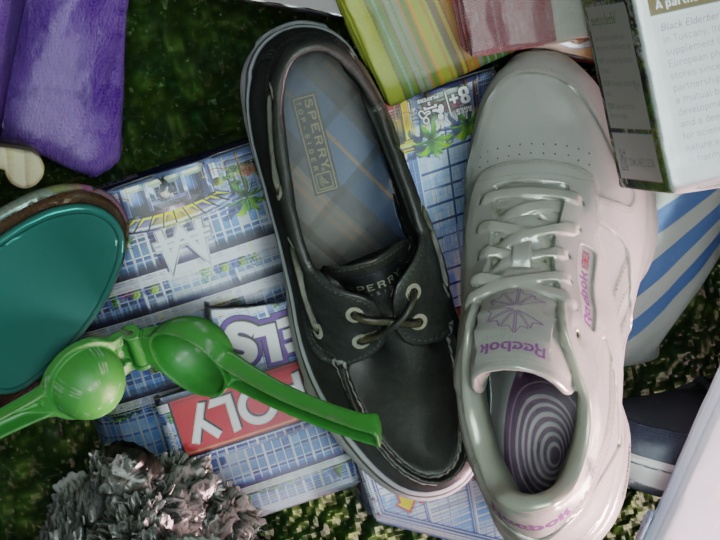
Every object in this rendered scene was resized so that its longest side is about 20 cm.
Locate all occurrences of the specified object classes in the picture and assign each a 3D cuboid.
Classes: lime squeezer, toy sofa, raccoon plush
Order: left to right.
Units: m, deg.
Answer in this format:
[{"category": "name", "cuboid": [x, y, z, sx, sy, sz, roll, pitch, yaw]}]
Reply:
[{"category": "toy sofa", "cuboid": [-0.131, -0.134, 1.018, 0.098, 0.083, 0.200, 8, 93, -8]}, {"category": "raccoon plush", "cuboid": [-0.099, 0.163, 1.001, 0.097, 0.134, 0.200, 31, 114, -20]}, {"category": "lime squeezer", "cuboid": [-0.090, 0.054, 1.002, 0.200, 0.038, 0.071, -7, 61, 7]}]

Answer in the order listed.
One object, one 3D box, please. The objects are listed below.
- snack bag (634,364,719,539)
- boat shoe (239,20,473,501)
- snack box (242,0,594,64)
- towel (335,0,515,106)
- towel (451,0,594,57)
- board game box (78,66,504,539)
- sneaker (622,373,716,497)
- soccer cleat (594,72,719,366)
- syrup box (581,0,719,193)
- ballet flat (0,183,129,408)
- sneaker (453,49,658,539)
[{"category": "snack bag", "cuboid": [0.221, 0.073, 1.053, 0.200, 0.021, 0.189, 16, 104, -23]}, {"category": "boat shoe", "cuboid": [0.000, 0.000, 1.004, 0.069, 0.057, 0.200, -21, 98, -6]}, {"category": "snack box", "cuboid": [0.011, -0.135, 1.033, 0.200, 0.024, 0.072, 10, 91, -1]}, {"category": "towel", "cuboid": [0.083, -0.143, 1.013, 0.200, 0.018, 0.086, -24, 100, -4]}, {"category": "towel", "cuboid": [0.124, -0.168, 0.996, 0.200, 0.023, 0.144, -10, 96, -8]}, {"category": "board game box", "cuboid": [-0.013, 0.039, 1.066, 0.200, 0.062, 0.200, -19, 97, -7]}, {"category": "sneaker", "cuboid": [0.191, 0.026, 1.080, 0.202, 0.077, 0.146, 2, 106, -18]}, {"category": "soccer cleat", "cuboid": [0.131, -0.051, 1.074, 0.070, 0.086, 0.200, 30, 99, 33]}, {"category": "syrup box", "cuboid": [0.122, -0.133, 0.947, 0.081, 0.079, 0.200, -12, 95, -8]}, {"category": "ballet flat", "cuboid": [-0.167, 0.039, 1.035, 0.069, 0.071, 0.200, 31, 100, -24]}, {"category": "sneaker", "cuboid": [0.074, 0.008, 0.983, 0.075, 0.100, 0.200, -4, 79, 12]}]
